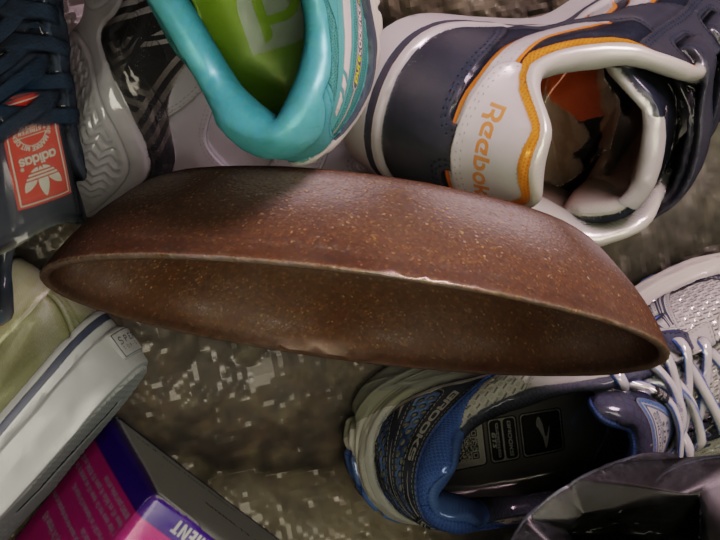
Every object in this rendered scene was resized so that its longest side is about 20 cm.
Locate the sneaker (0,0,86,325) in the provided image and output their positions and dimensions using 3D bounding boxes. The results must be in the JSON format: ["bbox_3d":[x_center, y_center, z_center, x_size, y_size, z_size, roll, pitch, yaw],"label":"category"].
[{"bbox_3d":[-0.111,-0.059,0.780,0.075,0.085,0.201,-20,149,-32],"label":"sneaker"}]

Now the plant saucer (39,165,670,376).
[{"bbox_3d":[0.000,0.000,0.798,0.199,0.200,0.037,11,80,-16],"label":"plant saucer"}]

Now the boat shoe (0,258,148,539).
[{"bbox_3d":[-0.158,0.084,0.862,0.062,0.072,0.200,42,84,7],"label":"boat shoe"}]

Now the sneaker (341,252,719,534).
[{"bbox_3d":[0.098,0.053,0.903,0.199,0.085,0.078,-20,104,-11],"label":"sneaker"}]

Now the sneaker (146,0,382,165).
[{"bbox_3d":[-0.044,-0.124,0.697,0.077,0.080,0.201,-20,103,14],"label":"sneaker"}]

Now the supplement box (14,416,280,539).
[{"bbox_3d":[-0.102,0.168,0.865,0.101,0.103,0.200,38,91,-18],"label":"supplement box"}]

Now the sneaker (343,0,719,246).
[{"bbox_3d":[0.087,-0.052,0.842,0.199,0.079,0.079,-17,123,-45],"label":"sneaker"}]

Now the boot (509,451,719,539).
[{"bbox_3d":[0.058,0.116,0.838,0.164,0.200,0.066,-22,80,-5],"label":"boot"}]

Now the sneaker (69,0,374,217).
[{"bbox_3d":[-0.022,-0.087,0.825,0.114,0.075,0.200,12,133,-24],"label":"sneaker"}]
